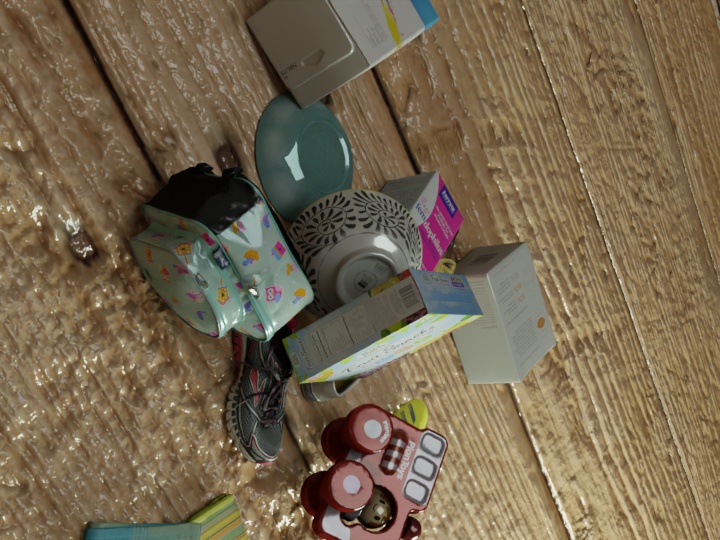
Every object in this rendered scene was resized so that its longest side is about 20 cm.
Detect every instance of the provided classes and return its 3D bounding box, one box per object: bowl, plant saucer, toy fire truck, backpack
[{"bbox_3d":[0.000,0.000,1.253,0.201,0.094,0.201,-5,114,-12],"label":"bowl"},{"bbox_3d":[-0.065,-0.159,1.327,0.201,0.039,0.201,9,78,-49],"label":"plant saucer"},{"bbox_3d":[0.024,0.285,1.267,0.168,0.112,0.200,28,60,-11],"label":"toy fire truck"},{"bbox_3d":[-0.158,-0.006,1.093,0.153,0.176,0.200,-51,125,-21],"label":"backpack"}]

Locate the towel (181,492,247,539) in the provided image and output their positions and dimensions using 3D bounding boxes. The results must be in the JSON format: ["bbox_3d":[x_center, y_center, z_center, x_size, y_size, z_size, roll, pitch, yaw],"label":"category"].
[{"bbox_3d":[-0.165,0.383,1.153,0.086,0.018,0.200,-26,106,-43],"label":"towel"}]

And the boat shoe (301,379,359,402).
[{"bbox_3d":[-0.001,0.120,1.341,0.200,0.070,0.071,-38,114,-45],"label":"boat shoe"}]

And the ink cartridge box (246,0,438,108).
[{"bbox_3d":[-0.022,-0.348,1.302,0.146,0.147,0.200,57,45,-12],"label":"ink cartridge box"}]

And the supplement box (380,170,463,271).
[{"bbox_3d":[0.060,-0.049,1.415,0.101,0.103,0.200,57,45,-27],"label":"supplement box"}]

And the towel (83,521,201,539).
[{"bbox_3d":[-0.252,0.381,1.036,0.147,0.022,0.200,15,75,-42],"label":"towel"}]

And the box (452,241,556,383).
[{"bbox_3d":[0.235,0.073,1.603,0.152,0.106,0.200,-33,110,-48],"label":"box"}]

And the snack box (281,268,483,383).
[{"bbox_3d":[0.030,0.072,1.180,0.169,0.200,0.068,7,55,-61],"label":"snack box"}]

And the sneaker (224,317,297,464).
[{"bbox_3d":[-0.122,0.147,1.189,0.081,0.075,0.200,5,82,-50],"label":"sneaker"}]

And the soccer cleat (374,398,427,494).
[{"bbox_3d":[0.063,0.271,1.387,0.200,0.084,0.065,-52,124,-40],"label":"soccer cleat"}]

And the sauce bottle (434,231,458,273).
[{"bbox_3d":[0.118,0.005,1.504,0.065,0.065,0.200,41,56,-39],"label":"sauce bottle"}]
